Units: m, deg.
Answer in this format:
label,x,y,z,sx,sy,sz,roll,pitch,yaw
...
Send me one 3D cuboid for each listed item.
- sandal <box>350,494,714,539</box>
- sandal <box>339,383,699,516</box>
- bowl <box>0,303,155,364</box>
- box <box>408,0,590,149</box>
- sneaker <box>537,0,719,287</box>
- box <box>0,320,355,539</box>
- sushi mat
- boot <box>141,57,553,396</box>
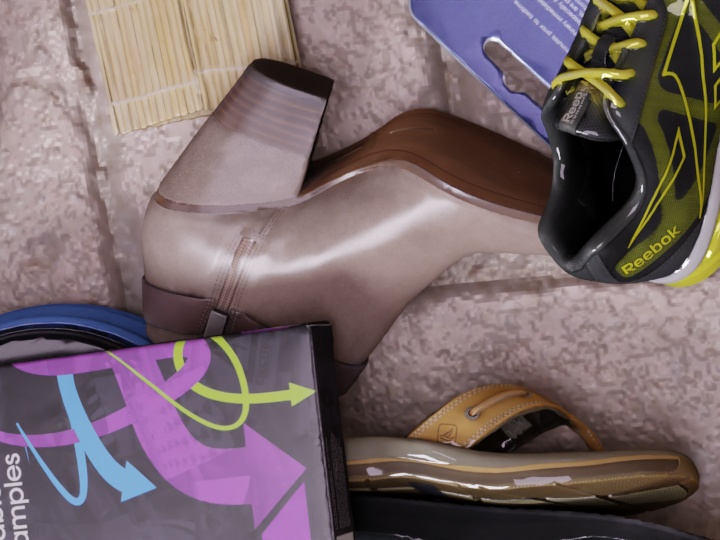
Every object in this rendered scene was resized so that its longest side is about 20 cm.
label,x,y,z,sx,sy,sz,roll,pitch,yaw
sandal,0.080,0.133,1.104,0.199,0.075,0.048,3,75,22
sandal,0.050,0.076,1.107,0.198,0.080,0.054,3,76,15
bowl,-0.139,0.116,1.150,0.199,0.039,0.202,0,89,10
box,0.124,-0.146,1.047,0.121,0.032,0.200,43,109,2
sneaker,0.117,-0.085,0.991,0.074,0.084,0.202,17,111,45
box,-0.102,0.105,1.096,0.198,0.036,0.144,-8,87,18
sushi mat,-0.087,-0.165,1.109,0.095,0.012,0.202,-8,101,18
boot,0.000,0.000,1.104,0.199,0.070,0.147,24,114,9
